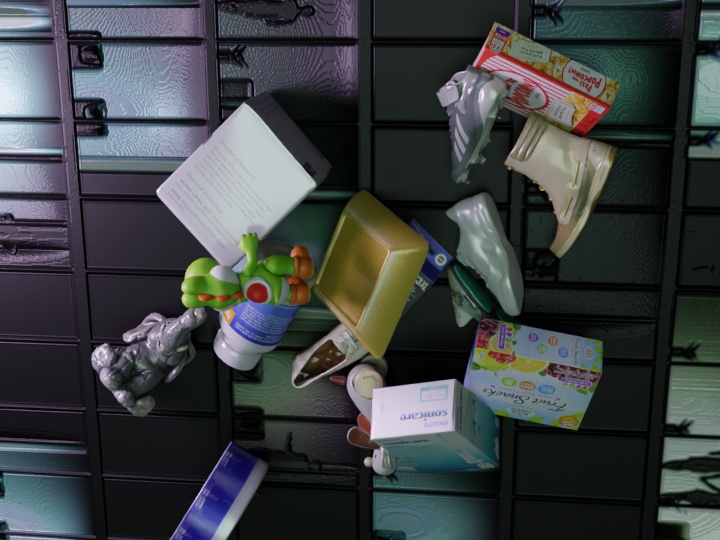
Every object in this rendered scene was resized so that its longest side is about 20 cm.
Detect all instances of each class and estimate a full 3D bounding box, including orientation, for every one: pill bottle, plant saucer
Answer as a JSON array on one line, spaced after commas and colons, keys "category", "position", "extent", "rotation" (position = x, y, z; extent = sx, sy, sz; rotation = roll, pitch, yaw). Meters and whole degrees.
[{"category": "pill bottle", "position": [-0.162, 0.060, 1.646], "extent": [0.111, 0.112, 0.202], "rotation": [31, 114, -3]}, {"category": "plant saucer", "position": [0.000, 0.000, 1.580], "extent": [0.048, 0.200, 0.203], "rotation": [8, 113, -39]}]

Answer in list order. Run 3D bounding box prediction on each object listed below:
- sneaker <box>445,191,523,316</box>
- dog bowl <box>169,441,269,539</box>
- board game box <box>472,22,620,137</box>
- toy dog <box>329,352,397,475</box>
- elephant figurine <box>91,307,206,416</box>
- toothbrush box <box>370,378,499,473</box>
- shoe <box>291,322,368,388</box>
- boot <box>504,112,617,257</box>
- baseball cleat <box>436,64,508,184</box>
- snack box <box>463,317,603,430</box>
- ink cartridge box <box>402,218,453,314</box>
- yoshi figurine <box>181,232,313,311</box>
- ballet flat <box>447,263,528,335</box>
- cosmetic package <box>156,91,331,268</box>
[{"category": "sneaker", "position": [0.197, -0.018, 1.618], "extent": [0.087, 0.075, 0.204], "rotation": [-18, 97, 24]}, {"category": "dog bowl", "position": [-0.238, 0.393, 1.708], "extent": [0.078, 0.200, 0.202], "rotation": [32, 107, -1]}, {"category": "board game box", "position": [0.260, -0.272, 1.488], "extent": [0.197, 0.152, 0.047], "rotation": [26, 78, 0]}, {"category": "toy dog", "position": [0.004, 0.237, 1.679], "extent": [0.094, 0.132, 0.205], "rotation": [-6, 80, 8]}, {"category": "elephant figurine", "position": [-0.333, 0.134, 1.692], "extent": [0.200, 0.155, 0.142], "rotation": [-42, 135, -9]}, {"category": "toothbrush box", "position": [0.121, 0.250, 1.611], "extent": [0.144, 0.200, 0.087], "rotation": [-10, 62, 26]}, {"category": "shoe", "position": [-0.039, 0.134, 1.665], "extent": [0.199, 0.054, 0.070], "rotation": [-35, 103, 29]}, {"category": "boot", "position": [0.288, -0.129, 1.560], "extent": [0.153, 0.073, 0.202], "rotation": [24, 129, 8]}, {"category": "baseball cleat", "position": [0.156, -0.225, 1.536], "extent": [0.105, 0.070, 0.202], "rotation": [32, 136, 10]}, {"category": "snack box", "position": [0.269, 0.167, 1.616], "extent": [0.196, 0.069, 0.170], "rotation": [12, 140, 4]}, {"category": "ink cartridge box", "position": [0.051, 0.021, 1.657], "extent": [0.094, 0.037, 0.200], "rotation": [42, 104, -6]}, {"category": "yoshi figurine", "position": [-0.175, 0.010, 1.501], "extent": [0.196, 0.112, 0.115], "rotation": [-7, 78, -26]}, {"category": "ballet flat", "position": [0.200, 0.077, 1.641], "extent": [0.199, 0.069, 0.071], "rotation": [40, 115, -8]}, {"category": "cosmetic package", "position": [-0.174, -0.141, 1.569], "extent": [0.200, 0.165, 0.165], "rotation": [-42, 98, 15]}]
